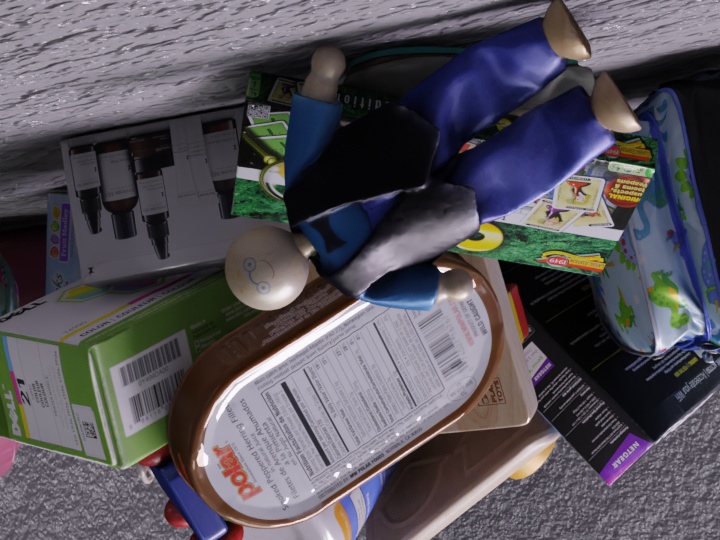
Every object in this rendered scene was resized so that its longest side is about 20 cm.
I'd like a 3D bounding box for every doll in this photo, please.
[{"bbox_3d":[0.021,-0.047,0.760,0.200,0.137,0.048,-33,-167,13],"label":"doll"}]

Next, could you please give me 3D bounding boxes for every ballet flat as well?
[{"bbox_3d":[0.067,-0.080,0.861,0.067,0.064,0.200,-12,177,37],"label":"ballet flat"}]

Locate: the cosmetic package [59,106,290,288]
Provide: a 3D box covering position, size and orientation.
[{"bbox_3d":[-0.058,-0.047,0.908,0.199,0.083,0.051,-11,178,3],"label":"cosmetic package"}]

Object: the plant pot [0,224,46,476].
[{"bbox_3d":[-0.286,0.052,1.279,0.179,0.201,0.200,-27,-172,-34],"label":"plant pot"}]

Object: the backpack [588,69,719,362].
[{"bbox_3d":[0.215,-0.031,1.070,0.146,0.184,0.200,-13,177,-1],"label":"backpack"}]

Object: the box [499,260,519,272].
[{"bbox_3d":[0.042,-0.036,1.258,0.199,0.107,0.148,-11,177,18],"label":"box"}]

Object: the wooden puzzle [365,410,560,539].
[{"bbox_3d":[0.075,0.117,1.194,0.185,0.046,0.200,-42,-157,25],"label":"wooden puzzle"}]

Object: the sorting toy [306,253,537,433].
[{"bbox_3d":[0.000,0.000,1.030,0.198,0.201,0.070,-8,-161,28],"label":"sorting toy"}]

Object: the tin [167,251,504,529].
[{"bbox_3d":[-0.011,0.061,0.907,0.200,0.112,0.042,-33,-155,-11],"label":"tin"}]

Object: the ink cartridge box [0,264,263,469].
[{"bbox_3d":[-0.159,0.039,0.976,0.200,0.076,0.148,7,-155,41],"label":"ink cartridge box"}]

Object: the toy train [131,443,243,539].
[{"bbox_3d":[-0.086,0.095,1.020,0.116,0.085,0.200,-31,-164,-11],"label":"toy train"}]

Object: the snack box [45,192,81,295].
[{"bbox_3d":[-0.143,0.027,1.194,0.067,0.169,0.200,5,-176,27],"label":"snack box"}]

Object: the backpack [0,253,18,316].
[{"bbox_3d":[-0.316,0.037,1.049,0.199,0.167,0.127,-16,173,-4],"label":"backpack"}]

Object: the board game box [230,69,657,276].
[{"bbox_3d":[0.038,-0.046,0.829,0.199,0.024,0.105,9,151,-3],"label":"board game box"}]

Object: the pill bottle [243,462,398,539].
[{"bbox_3d":[-0.026,0.115,1.166,0.112,0.112,0.200,-12,-150,37],"label":"pill bottle"}]

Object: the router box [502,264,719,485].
[{"bbox_3d":[0.171,0.050,1.148,0.051,0.149,0.200,-50,166,30],"label":"router box"}]
